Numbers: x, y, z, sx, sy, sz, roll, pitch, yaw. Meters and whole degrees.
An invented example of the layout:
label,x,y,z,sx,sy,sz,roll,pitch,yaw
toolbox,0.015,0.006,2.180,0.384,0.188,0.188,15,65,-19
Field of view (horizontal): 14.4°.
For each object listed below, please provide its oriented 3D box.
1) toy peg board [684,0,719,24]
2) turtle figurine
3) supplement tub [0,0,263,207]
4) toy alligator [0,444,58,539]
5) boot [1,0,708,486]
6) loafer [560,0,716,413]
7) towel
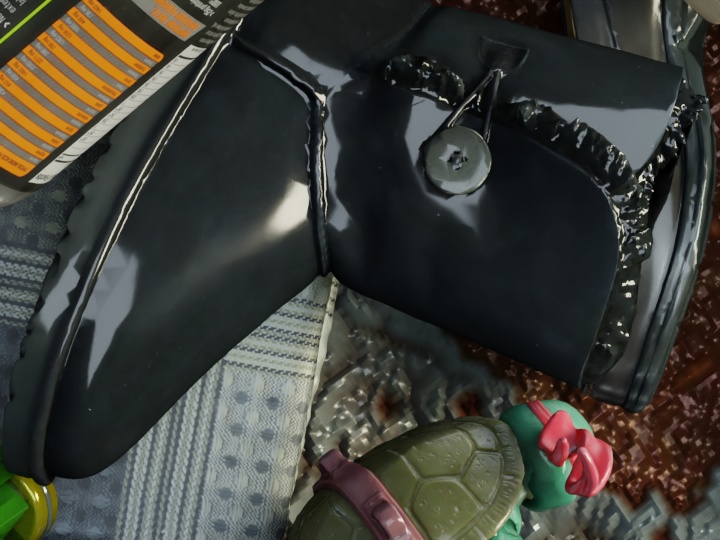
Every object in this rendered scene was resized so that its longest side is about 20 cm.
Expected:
label,x,y,z,sx,sy,sz,roll,pitch,yaw
toy peg board,0.110,-0.220,0.866,0.200,0.098,0.200,39,59,-28
turtle figurine,0.015,0.099,0.870,0.199,0.150,0.101,-31,113,-11
supplement tub,-0.093,-0.102,0.817,0.200,0.123,0.123,-38,97,10
toy alligator,-0.152,0.041,0.880,0.054,0.059,0.201,-25,96,33
boot,0.000,0.000,0.871,0.167,0.076,0.201,24,77,6
loafer,0.082,-0.054,0.950,0.072,0.073,0.201,6,79,-2
towel,-0.099,-0.004,0.930,0.191,0.035,0.201,12,89,-9
